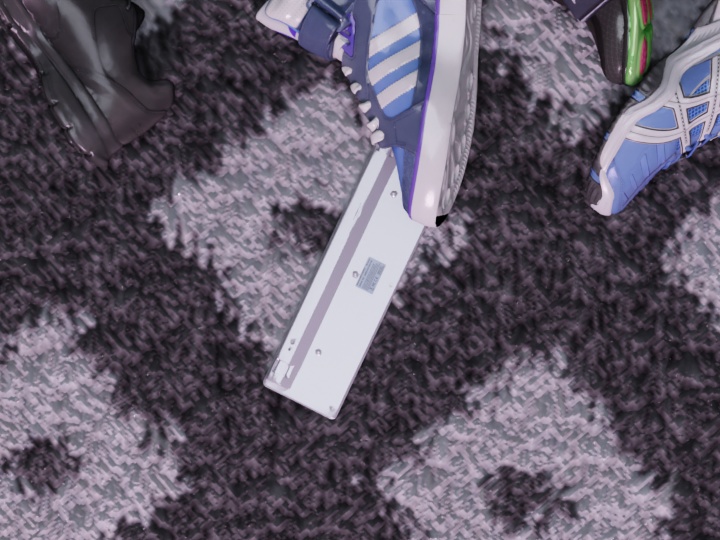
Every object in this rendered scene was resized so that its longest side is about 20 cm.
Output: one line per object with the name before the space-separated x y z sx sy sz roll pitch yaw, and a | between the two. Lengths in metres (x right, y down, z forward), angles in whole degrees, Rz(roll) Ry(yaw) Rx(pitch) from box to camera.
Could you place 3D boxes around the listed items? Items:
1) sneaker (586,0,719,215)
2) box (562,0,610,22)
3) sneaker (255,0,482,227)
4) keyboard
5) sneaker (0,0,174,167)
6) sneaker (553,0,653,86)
sneaker | 0.225 -0.111 1.547 0.077 0.076 0.200 41 96 6
box | 0.169 -0.301 1.479 0.198 0.123 0.201 -37 90 -27
sneaker | 0.001 -0.136 1.567 0.145 0.081 0.202 7 96 14
keyboard | 0.000 0.000 1.606 0.056 0.011 0.201 25 95 -2
sneaker | -0.197 -0.173 1.588 0.090 0.076 0.201 -32 97 -4
sneaker | 0.136 -0.209 1.558 0.083 0.077 0.201 -25 81 12
